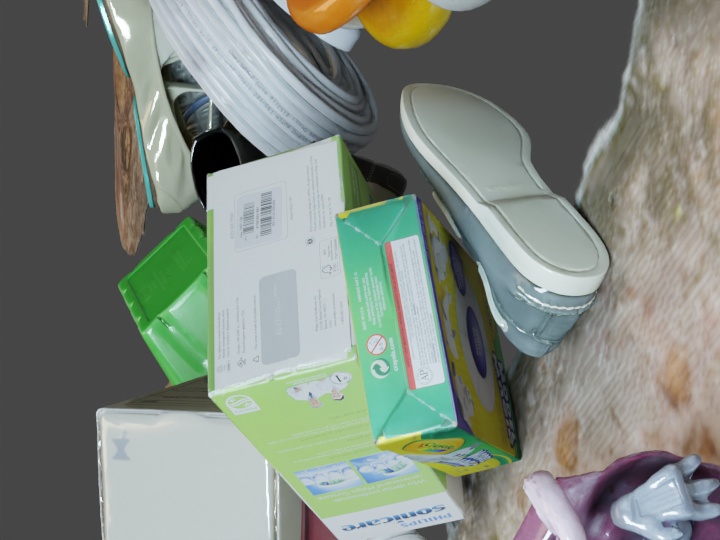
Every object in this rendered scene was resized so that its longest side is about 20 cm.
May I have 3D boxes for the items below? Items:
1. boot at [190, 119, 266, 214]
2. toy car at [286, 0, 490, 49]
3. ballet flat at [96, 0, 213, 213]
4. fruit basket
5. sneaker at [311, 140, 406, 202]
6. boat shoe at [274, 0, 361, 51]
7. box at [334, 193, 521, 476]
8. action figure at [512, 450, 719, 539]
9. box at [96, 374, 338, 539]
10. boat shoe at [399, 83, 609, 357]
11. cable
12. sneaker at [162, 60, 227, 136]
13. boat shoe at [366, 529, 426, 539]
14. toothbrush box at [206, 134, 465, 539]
[{"bbox_3d":[-0.071,-0.014,0.974,0.138,0.077,0.202,-43,-69,-76],"label":"boot"},{"bbox_3d":[-0.006,-0.228,0.755,0.174,0.148,0.203,3,95,57],"label":"toy car"},{"bbox_3d":[-0.144,-0.142,0.992,0.069,0.069,0.202,-134,30,-65],"label":"ballet flat"},{"bbox_3d":[-0.111,0.075,1.175,0.216,0.155,0.216,46,177,3],"label":"fruit basket"},{"bbox_3d":[0.000,0.000,0.936,0.201,0.078,0.074,85,-159,-50],"label":"sneaker"},{"bbox_3d":[-0.040,-0.235,0.945,0.068,0.071,0.201,-47,46,23],"label":"boat shoe"},{"bbox_3d":[0.043,0.044,0.722,0.200,0.048,0.119,42,-143,-71],"label":"box"},{"bbox_3d":[0.092,0.155,0.557,0.200,0.147,0.136,-37,62,53],"label":"action figure"},{"bbox_3d":[-0.072,0.132,0.911,0.200,0.126,0.111,-12,-78,-68],"label":"box"},{"bbox_3d":[0.065,-0.034,0.725,0.201,0.072,0.062,-120,36,-47],"label":"boat shoe"},{"bbox_3d":[-0.070,-0.156,0.958,0.200,0.069,0.200,50,-164,-4],"label":"cable"},{"bbox_3d":[-0.108,-0.124,1.094,0.201,0.074,0.088,67,-166,-49],"label":"sneaker"},{"bbox_3d":[0.001,0.220,0.956,0.201,0.070,0.070,108,152,-51],"label":"boat shoe"},{"bbox_3d":[-0.011,0.046,0.776,0.200,0.085,0.147,55,-156,-51],"label":"toothbrush box"}]
